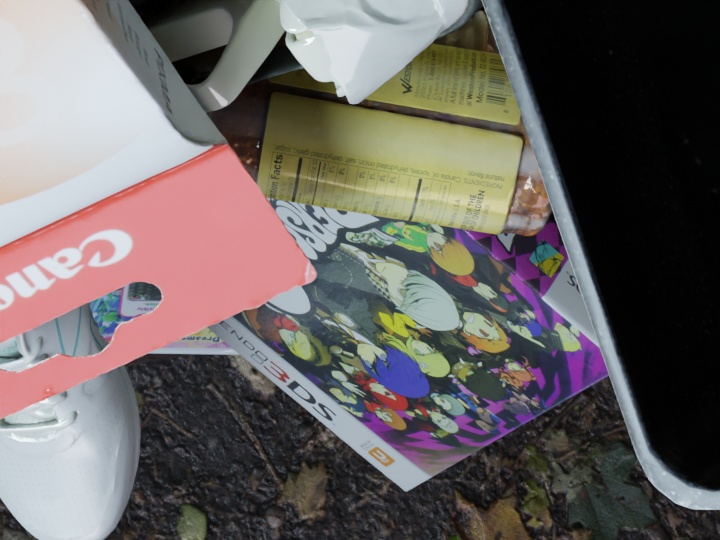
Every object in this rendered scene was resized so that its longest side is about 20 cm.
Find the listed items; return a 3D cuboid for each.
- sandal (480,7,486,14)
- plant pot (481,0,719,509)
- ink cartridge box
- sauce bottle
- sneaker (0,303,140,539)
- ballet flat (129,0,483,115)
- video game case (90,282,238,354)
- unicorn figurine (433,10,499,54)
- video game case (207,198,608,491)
[{"bbox_3d":[0.060,-0.094,0.972,0.076,0.043,0.200,-11,175,-17],"label":"sandal"},{"bbox_3d":[0.147,-0.092,0.418,0.200,0.200,0.177,-16,-175,42],"label":"plant pot"},{"bbox_3d":[-0.120,-0.011,0.676,0.162,0.050,0.200,-24,134,10],"label":"ink cartridge box"},{"bbox_3d":[-0.028,-0.058,0.801,0.200,0.066,0.066,11,174,-1],"label":"sauce bottle"},{"bbox_3d":[-0.132,0.022,0.857,0.070,0.201,0.080,-7,-159,8],"label":"sneaker"},{"bbox_3d":[-0.020,-0.079,0.701,0.200,0.068,0.068,-16,135,35],"label":"ballet flat"},{"bbox_3d":[-0.053,-0.015,1.071,0.200,0.024,0.182,1,147,-11],"label":"video game case"},{"bbox_3d":[0.055,-0.046,0.921,0.137,0.200,0.074,11,-129,38],"label":"unicorn figurine"},{"bbox_3d":[0.000,0.000,0.931,0.036,0.181,0.200,-54,-171,-30],"label":"video game case"}]
